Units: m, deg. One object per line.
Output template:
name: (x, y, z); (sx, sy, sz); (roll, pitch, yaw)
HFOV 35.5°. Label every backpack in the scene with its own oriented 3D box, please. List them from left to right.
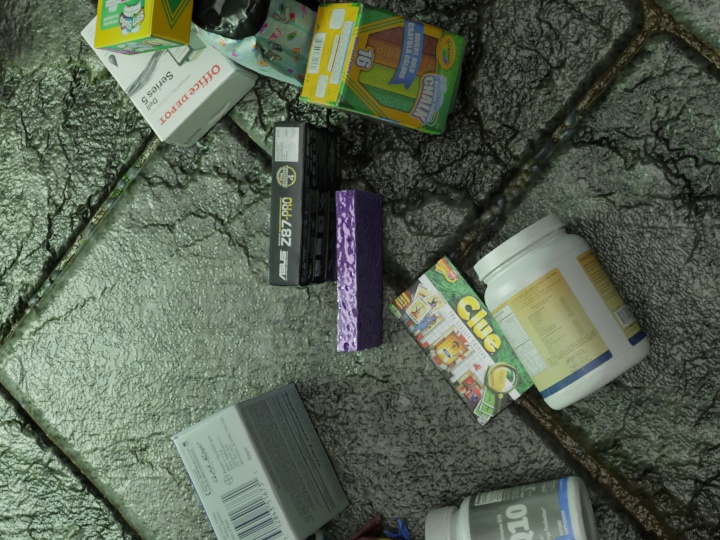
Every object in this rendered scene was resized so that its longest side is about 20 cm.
backpack: (-0.125, -0.319, 1.431); (0.166, 0.199, 0.128); (36, 100, 34)

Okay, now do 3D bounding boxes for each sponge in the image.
sponge: (0.000, 0.000, 1.442); (0.029, 0.111, 0.203); (0, 91, 19)

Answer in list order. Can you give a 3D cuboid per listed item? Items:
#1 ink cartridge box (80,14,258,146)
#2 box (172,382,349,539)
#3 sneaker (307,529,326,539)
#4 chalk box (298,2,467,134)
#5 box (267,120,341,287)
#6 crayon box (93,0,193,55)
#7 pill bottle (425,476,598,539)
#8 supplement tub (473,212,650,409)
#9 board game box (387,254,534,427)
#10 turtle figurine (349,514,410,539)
ink cartridge box: (-0.258, -0.292, 1.528); (0.145, 0.084, 0.201); (-41, 79, 14)
box: (-0.123, 0.258, 1.441); (0.104, 0.200, 0.186); (-28, 84, 17)
sneaker: (-0.048, 0.443, 1.499); (0.076, 0.076, 0.203); (-2, 94, 0)
chalk box: (0.045, -0.244, 1.394); (0.198, 0.124, 0.126); (10, 97, -28)
box: (-0.068, -0.083, 1.435); (0.048, 0.161, 0.203); (2, 93, 18)
crayon box: (-0.266, -0.365, 1.401); (0.199, 0.058, 0.175); (11, 96, 58)
pill bottle: (0.187, 0.328, 1.392); (0.197, 0.114, 0.115); (-15, 87, 17)
supplement tub: (0.238, 0.048, 1.352); (0.144, 0.144, 0.201); (-33, 82, 15)
board game box: (0.134, 0.090, 1.450); (0.105, 0.023, 0.201); (-41, 80, 12)
turtle figurine: (0.003, 0.410, 1.408); (0.191, 0.144, 0.203); (5, 77, -24)
